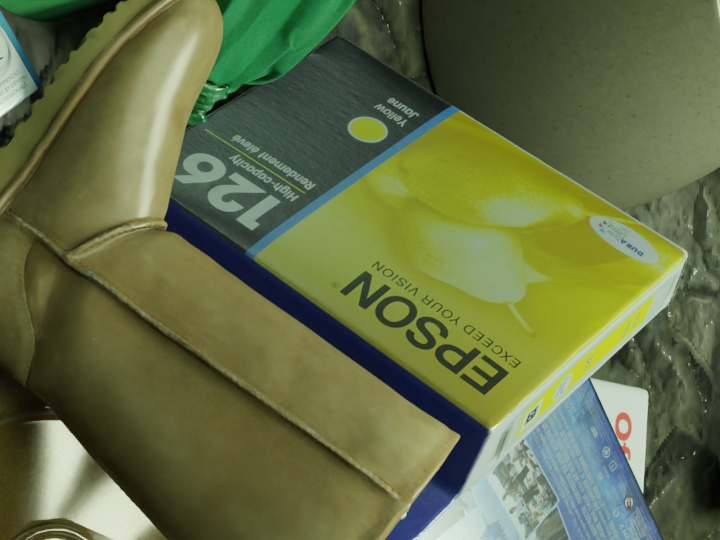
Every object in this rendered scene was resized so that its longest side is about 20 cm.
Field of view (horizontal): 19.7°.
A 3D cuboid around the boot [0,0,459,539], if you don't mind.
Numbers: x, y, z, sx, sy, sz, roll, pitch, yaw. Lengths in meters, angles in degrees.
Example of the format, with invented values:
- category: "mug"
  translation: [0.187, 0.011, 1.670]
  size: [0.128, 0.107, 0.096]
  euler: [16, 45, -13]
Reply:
- category: "boot"
  translation: [-0.046, 0.010, 0.771]
  size: [0.200, 0.066, 0.175]
  euler: [38, 86, 8]

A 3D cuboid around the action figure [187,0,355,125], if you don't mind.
- category: "action figure"
  translation: [-0.027, -0.140, 0.841]
  size: [0.118, 0.055, 0.200]
  euler: [12, 121, -47]

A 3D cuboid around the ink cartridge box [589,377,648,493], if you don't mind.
- category: "ink cartridge box"
  translation: [0.035, 0.111, 0.942]
  size: [0.200, 0.084, 0.146]
  euler: [11, 79, -40]

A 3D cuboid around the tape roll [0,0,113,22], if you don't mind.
- category: "tape roll"
  translation: [-0.129, -0.196, 0.774]
  size: [0.200, 0.048, 0.201]
  euler: [-16, 90, -73]

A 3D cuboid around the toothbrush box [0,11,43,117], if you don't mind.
- category: "toothbrush box"
  translation: [-0.229, -0.109, 0.720]
  size: [0.146, 0.085, 0.200]
  euler: [-42, 113, -36]

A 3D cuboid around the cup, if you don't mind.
- category: "cup"
  translation: [0.151, -0.129, 1.025]
  size: [0.200, 0.143, 0.201]
  euler: [4, 84, -42]

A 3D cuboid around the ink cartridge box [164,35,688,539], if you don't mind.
- category: "ink cartridge box"
  translation: [0.000, 0.000, 0.857]
  size: [0.200, 0.198, 0.047]
  euler: [-37, 153, -41]

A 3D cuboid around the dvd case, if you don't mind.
- category: "dvd case"
  translation: [0.051, 0.130, 0.886]
  size: [0.200, 0.018, 0.143]
  euler: [-40, 113, -36]

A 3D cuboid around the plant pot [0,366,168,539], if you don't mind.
- category: "plant pot"
  translation: [-0.126, 0.130, 0.797]
  size: [0.200, 0.027, 0.200]
  euler: [4, 85, -46]
